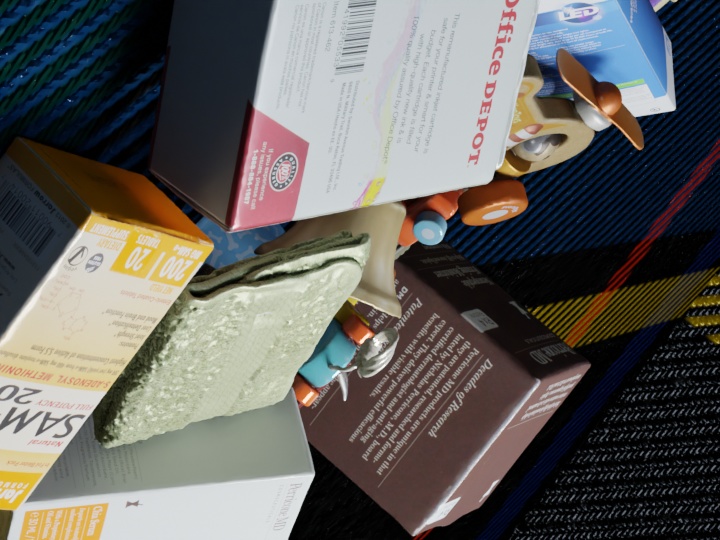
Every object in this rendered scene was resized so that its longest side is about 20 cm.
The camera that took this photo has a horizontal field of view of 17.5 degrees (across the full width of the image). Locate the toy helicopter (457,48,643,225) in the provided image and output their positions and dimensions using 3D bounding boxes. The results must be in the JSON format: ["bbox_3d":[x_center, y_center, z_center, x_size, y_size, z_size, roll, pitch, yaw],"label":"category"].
[{"bbox_3d":[0.112,-0.100,1.516,0.132,0.079,0.200,-15,165,6],"label":"toy helicopter"}]

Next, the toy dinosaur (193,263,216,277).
[{"bbox_3d":[-0.145,0.021,1.432,0.102,0.077,0.200,-56,169,-4],"label":"toy dinosaur"}]

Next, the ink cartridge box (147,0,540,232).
[{"bbox_3d":[-0.007,-0.115,1.307,0.200,0.083,0.146,-12,124,-40],"label":"ink cartridge box"}]

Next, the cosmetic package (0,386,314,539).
[{"bbox_3d":[-0.141,0.138,1.544,0.200,0.071,0.101,-5,148,-17],"label":"cosmetic package"}]

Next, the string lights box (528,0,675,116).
[{"bbox_3d":[0.136,-0.164,1.550,0.200,0.103,0.059,48,38,-60],"label":"string lights box"}]

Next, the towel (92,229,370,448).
[{"bbox_3d":[-0.082,0.046,1.431,0.148,0.037,0.200,-16,158,-30],"label":"towel"}]

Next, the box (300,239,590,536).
[{"bbox_3d":[0.044,0.079,1.877,0.164,0.200,0.166,-53,166,14],"label":"box"}]

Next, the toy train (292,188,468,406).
[{"bbox_3d":[0.000,0.000,1.610,0.150,0.056,0.200,-32,-158,42],"label":"toy train"}]

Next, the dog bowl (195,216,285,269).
[{"bbox_3d":[-0.120,0.036,1.590,0.200,0.050,0.111,-47,165,-9],"label":"dog bowl"}]

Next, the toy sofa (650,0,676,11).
[{"bbox_3d":[0.170,-0.211,1.759,0.200,0.083,0.098,-40,164,-31],"label":"toy sofa"}]

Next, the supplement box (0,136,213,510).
[{"bbox_3d":[-0.190,0.034,1.296,0.200,0.074,0.126,-53,153,12],"label":"supplement box"}]

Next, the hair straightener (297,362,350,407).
[{"bbox_3d":[-0.101,0.095,1.660,0.200,0.041,0.077,-37,124,-12],"label":"hair straightener"}]

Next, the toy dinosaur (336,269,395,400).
[{"bbox_3d":[-0.055,0.049,1.714,0.182,0.105,0.200,-56,162,8],"label":"toy dinosaur"}]

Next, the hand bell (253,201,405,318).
[{"bbox_3d":[0.020,-0.080,1.508,0.200,0.104,0.104,-65,165,0],"label":"hand bell"}]

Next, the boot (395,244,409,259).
[{"bbox_3d":[0.046,-0.110,1.672,0.182,0.073,0.200,-57,176,-24],"label":"boot"}]
